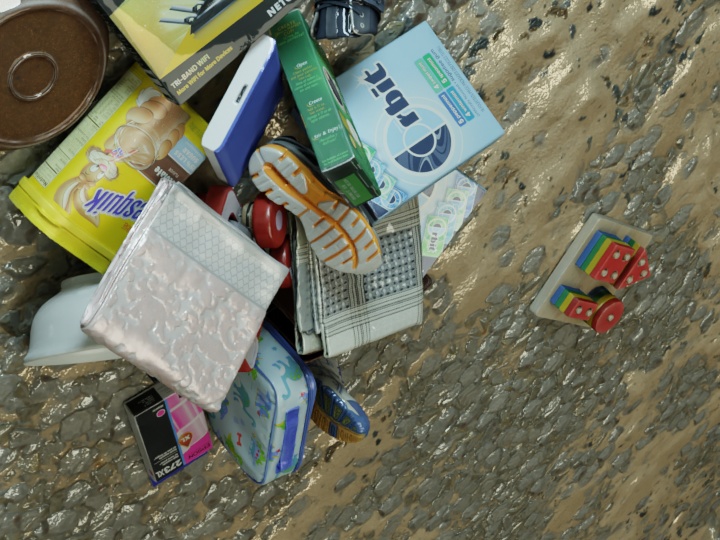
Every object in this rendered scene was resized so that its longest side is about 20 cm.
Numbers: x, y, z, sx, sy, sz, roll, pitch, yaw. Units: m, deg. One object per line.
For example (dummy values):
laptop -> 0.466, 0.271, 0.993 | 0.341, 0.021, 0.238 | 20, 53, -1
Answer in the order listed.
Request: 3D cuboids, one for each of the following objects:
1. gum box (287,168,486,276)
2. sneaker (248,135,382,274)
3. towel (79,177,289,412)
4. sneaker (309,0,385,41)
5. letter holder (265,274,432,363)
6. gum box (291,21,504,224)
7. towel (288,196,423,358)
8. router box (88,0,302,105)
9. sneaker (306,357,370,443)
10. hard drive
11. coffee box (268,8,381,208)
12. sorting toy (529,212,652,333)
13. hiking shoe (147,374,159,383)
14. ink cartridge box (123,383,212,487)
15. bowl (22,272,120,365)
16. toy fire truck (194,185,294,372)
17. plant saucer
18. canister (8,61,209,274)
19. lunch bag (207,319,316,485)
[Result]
gum box -> 0.033, -0.092, 1.690 | 0.200, 0.045, 0.170 | 33, 100, -18
sneaker -> -0.041, -0.081, 1.534 | 0.078, 0.200, 0.077 | -33, -164, 28
towel -> -0.185, 0.030, 1.434 | 0.200, 0.032, 0.192 | 39, 71, -36
sneaker -> -0.031, -0.330, 1.409 | 0.202, 0.077, 0.147 | 31, 68, -55
letter holder -> -0.015, 0.053, 1.787 | 0.199, 0.142, 0.101 | -27, 141, -26
gum box -> 0.046, -0.179, 1.599 | 0.200, 0.170, 0.045 | -35, 178, -18
towel -> 0.000, 0.000, 1.631 | 0.199, 0.034, 0.194 | -15, 112, -34
router box -> -0.161, -0.291, 1.319 | 0.200, 0.052, 0.157 | -43, 116, -8
sneaker -> -0.047, 0.154, 1.805 | 0.088, 0.200, 0.076 | -24, 142, -40
hard drive -> -0.126, -0.171, 1.441 | 0.132, 0.025, 0.200 | -63, 178, -6
coffee box -> -0.041, -0.179, 1.474 | 0.044, 0.201, 0.123 | -24, 159, 8
sorting toy -> 0.415, 0.017, 2.264 | 0.198, 0.070, 0.201 | 12, 115, -51
hiking shoe -> -0.228, 0.049, 1.635 | 0.087, 0.074, 0.200 | -26, 150, -38
ink cartridge box -> -0.257, 0.225, 1.799 | 0.094, 0.037, 0.201 | -31, 144, -21
bowl -> -0.290, 0.052, 1.509 | 0.200, 0.201, 0.091 | -3, 82, -44
toy fire truck -> -0.148, 0.005, 1.558 | 0.200, 0.111, 0.169 | 71, 24, -52
plant saucer -> -0.332, -0.199, 1.308 | 0.200, 0.034, 0.201 | -28, 141, -24
canister -> -0.260, -0.111, 1.422 | 0.200, 0.087, 0.149 | -48, 148, -1
lunch bag -> -0.134, 0.178, 1.770 | 0.082, 0.161, 0.201 | -19, 136, -33
